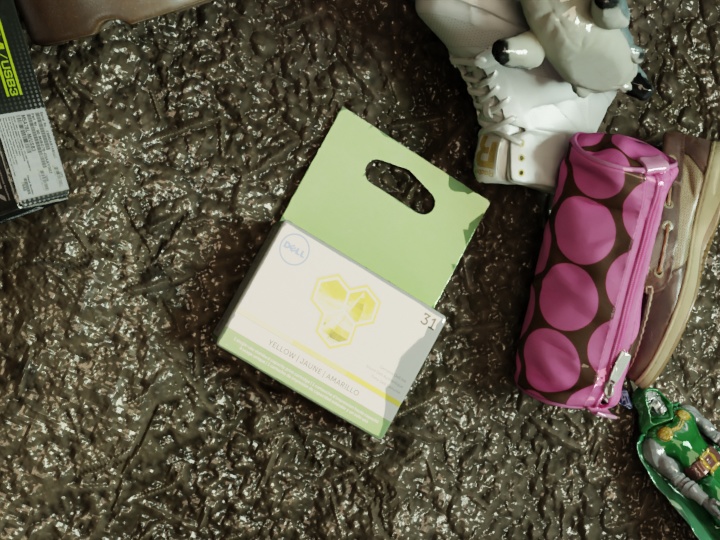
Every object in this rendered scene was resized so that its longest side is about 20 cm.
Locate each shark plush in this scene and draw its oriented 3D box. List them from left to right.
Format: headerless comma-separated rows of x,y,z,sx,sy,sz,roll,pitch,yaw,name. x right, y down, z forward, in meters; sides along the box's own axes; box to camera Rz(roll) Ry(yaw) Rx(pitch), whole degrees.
0.170,-0.173,0.780,0.198,0.090,0.085,18,55,-40,shark plush

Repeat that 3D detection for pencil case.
0.177,0.003,0.826,0.089,0.094,0.204,4,105,-17,pencil case

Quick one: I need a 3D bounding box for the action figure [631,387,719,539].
0.283,0.172,0.881,0.118,0.055,0.200,-37,81,-30,action figure

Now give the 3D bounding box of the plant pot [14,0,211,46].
-0.168,-0.261,0.710,0.197,0.200,0.201,-20,109,-13,plant pot

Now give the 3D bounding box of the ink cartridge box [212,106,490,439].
0.000,0.000,0.829,0.144,0.048,0.202,30,86,-11,ink cartridge box

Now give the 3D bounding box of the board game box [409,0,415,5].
0.093,-0.289,0.857,0.134,0.028,0.202,33,83,-14,board game box

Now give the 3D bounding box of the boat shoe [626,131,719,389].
0.233,-0.011,0.882,0.071,0.072,0.203,18,93,10,boat shoe

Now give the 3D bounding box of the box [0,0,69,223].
-0.281,-0.117,0.696,0.047,0.191,0.203,-21,96,-51,box

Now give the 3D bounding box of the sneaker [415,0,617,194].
0.103,-0.124,0.819,0.198,0.073,0.117,26,86,-34,sneaker
